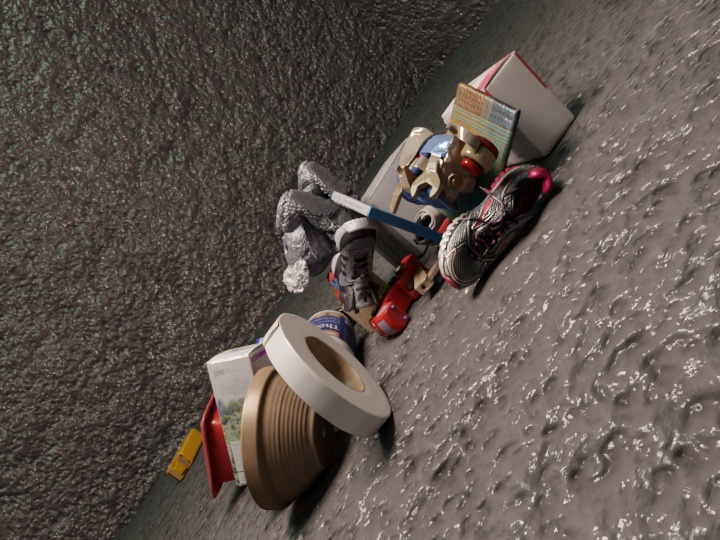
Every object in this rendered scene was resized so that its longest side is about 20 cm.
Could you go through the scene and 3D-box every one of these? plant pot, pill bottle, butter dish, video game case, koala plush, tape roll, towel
[{"bbox_3d":[-0.094,0.243,0.828,0.090,0.206,0.202,-6,27,14],"label":"plant pot"},{"bbox_3d":[-0.061,0.158,1.015,0.112,0.110,0.201,-50,11,12],"label":"pill bottle"},{"bbox_3d":[-0.246,0.343,1.193,0.201,0.142,0.206,-86,-5,-70],"label":"butter dish"},{"bbox_3d":[0.040,-0.092,0.944,0.018,0.139,0.200,-69,23,7],"label":"video game case"},{"bbox_3d":[-0.086,-0.061,1.082,0.202,0.180,0.179,-57,8,37],"label":"koala plush"},{"bbox_3d":[-0.044,0.138,0.755,0.037,0.201,0.203,-49,11,7],"label":"tape roll"},{"bbox_3d":[0.171,-0.165,0.858,0.147,0.021,0.205,49,136,47],"label":"towel"}]

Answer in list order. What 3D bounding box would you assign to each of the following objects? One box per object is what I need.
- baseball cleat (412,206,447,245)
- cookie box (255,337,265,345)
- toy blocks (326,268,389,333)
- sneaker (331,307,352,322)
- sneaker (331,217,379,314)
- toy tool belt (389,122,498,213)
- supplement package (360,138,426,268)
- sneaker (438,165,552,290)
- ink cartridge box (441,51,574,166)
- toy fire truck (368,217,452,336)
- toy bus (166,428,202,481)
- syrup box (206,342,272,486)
[{"bbox_3d":[0.164,-0.121,0.986,0.105,0.069,0.203,-12,-42,-59],"label":"baseball cleat"},{"bbox_3d":[-0.148,0.223,1.041,0.073,0.177,0.200,-11,7,-6],"label":"cookie box"},{"bbox_3d":[-0.010,0.033,1.127,0.100,0.136,0.201,-48,11,18],"label":"toy blocks"},{"bbox_3d":[-0.079,0.154,1.208,0.203,0.076,0.084,-60,9,-28],"label":"sneaker"},{"bbox_3d":[0.000,0.000,0.941,0.073,0.117,0.201,-10,-23,-14],"label":"sneaker"},{"bbox_3d":[0.110,-0.128,0.812,0.125,0.123,0.199,-57,23,-2],"label":"toy tool belt"},{"bbox_3d":[0.090,-0.139,1.184,0.203,0.154,0.111,-58,11,-28],"label":"supplement package"},{"bbox_3d":[0.179,-0.064,0.758,0.202,0.080,0.075,-53,12,-3],"label":"sneaker"},{"bbox_3d":[0.237,-0.257,0.938,0.083,0.146,0.200,-49,11,-3],"label":"ink cartridge box"},{"bbox_3d":[0.098,0.014,0.946,0.203,0.048,0.140,-59,13,-23],"label":"toy fire truck"},{"bbox_3d":[-0.640,0.675,2.054,0.079,0.065,0.201,-48,11,13],"label":"toy bus"},{"bbox_3d":[-0.173,0.227,0.896,0.076,0.207,0.081,-12,3,14],"label":"syrup box"}]
